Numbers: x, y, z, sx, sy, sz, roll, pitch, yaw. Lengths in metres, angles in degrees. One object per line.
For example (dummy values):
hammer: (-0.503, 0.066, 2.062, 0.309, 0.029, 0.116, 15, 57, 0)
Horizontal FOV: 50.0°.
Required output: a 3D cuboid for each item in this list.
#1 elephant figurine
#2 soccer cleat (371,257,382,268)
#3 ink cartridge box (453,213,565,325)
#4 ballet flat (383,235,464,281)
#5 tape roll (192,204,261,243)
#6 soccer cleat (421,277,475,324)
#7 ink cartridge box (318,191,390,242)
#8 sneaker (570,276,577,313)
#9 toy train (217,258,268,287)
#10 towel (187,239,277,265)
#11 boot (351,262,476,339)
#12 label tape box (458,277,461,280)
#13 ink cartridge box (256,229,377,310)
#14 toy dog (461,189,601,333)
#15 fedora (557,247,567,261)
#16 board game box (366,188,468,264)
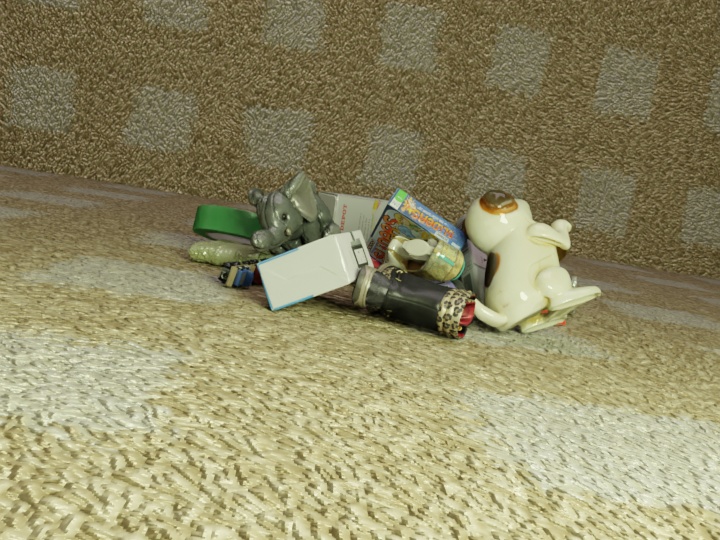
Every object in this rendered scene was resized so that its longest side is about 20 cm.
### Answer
elephant figurine: (-0.122, -0.095, 1.267, 0.155, 0.142, 0.200, 43, 1, 30)
soccer cleat: (0.000, 0.000, 1.380, 0.197, 0.067, 0.077, 0, -27, -14)
ink cartridge box: (0.252, 0.000, 1.251, 0.198, 0.164, 0.057, 4, -27, -22)
ballet flat: (0.077, -0.024, 1.155, 0.070, 0.072, 0.199, 5, 2, -29)
tape roll: (-0.225, -0.076, 1.506, 0.198, 0.049, 0.200, 12, -8, 2)
soccer cleat: (0.109, 0.043, 1.159, 0.072, 0.069, 0.200, -19, 20, -10)
ink cartridge box: (0.002, -0.081, 1.628, 0.198, 0.150, 0.085, 6, 7, -33)
sneaker: (0.353, 0.041, 1.474, 0.098, 0.071, 0.200, 3, 2, 4)
toy train: (-0.162, 0.004, 1.192, 0.045, 0.034, 0.200, 24, 9, 14)
towel: (-0.211, -0.030, 1.387, 0.146, 0.037, 0.200, 10, 7, 12)
boot: (0.082, 0.040, 1.053, 0.149, 0.074, 0.200, 17, 0, 17)
label tape box: (0.213, -0.001, 1.411, 0.197, 0.067, 0.143, 6, 7, 0)
ink cartridge box: (-0.052, -0.005, 1.073, 0.115, 0.069, 0.200, -19, 0, 13)
toy dog: (0.219, -0.017, 1.120, 0.192, 0.202, 0.140, -14, -20, -12)
fedora: (0.330, -0.007, 1.597, 0.198, 0.083, 0.201, 0, -28, 0)
board game box: (0.085, -0.043, 1.265, 0.135, 0.035, 0.200, 34, -23, 3)
